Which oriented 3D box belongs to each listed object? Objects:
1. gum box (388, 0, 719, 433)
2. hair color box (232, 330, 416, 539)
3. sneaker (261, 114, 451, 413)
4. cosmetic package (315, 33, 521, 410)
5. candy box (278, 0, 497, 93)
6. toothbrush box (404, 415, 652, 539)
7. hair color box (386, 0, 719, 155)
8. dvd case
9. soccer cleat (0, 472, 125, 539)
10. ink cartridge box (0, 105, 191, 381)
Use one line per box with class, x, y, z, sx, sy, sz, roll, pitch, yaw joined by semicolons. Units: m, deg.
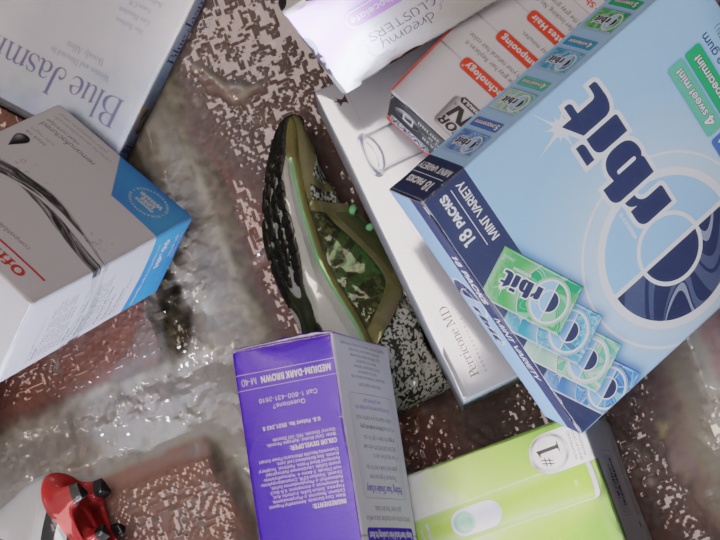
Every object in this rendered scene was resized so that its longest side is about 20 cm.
gum box;0.140;-0.041;1.482;0.200;0.045;0.170;-42;116;-13
hair color box;-0.012;0.139;1.490;0.065;0.109;0.200;-13;80;15
sneaker;0.000;0.000;1.615;0.089;0.077;0.200;-15;80;-18
cosmetic package;0.083;-0.042;1.573;0.151;0.052;0.200;-26;81;-1
candy box;0.026;-0.217;1.548;0.168;0.072;0.200;-30;38;11
toothbrush box;0.066;0.182;1.565;0.200;0.086;0.146;-20;81;14
hair color box;0.118;-0.130;1.532;0.102;0.061;0.200;44;80;6
dvd case;-0.164;-0.182;1.681;0.143;0.018;0.200;28;94;14
soccer cleat;-0.162;0.218;1.638;0.085;0.069;0.200;-29;77;21
ink cartridge box;-0.205;-0.012;1.586;0.116;0.200;0.068;39;126;14
